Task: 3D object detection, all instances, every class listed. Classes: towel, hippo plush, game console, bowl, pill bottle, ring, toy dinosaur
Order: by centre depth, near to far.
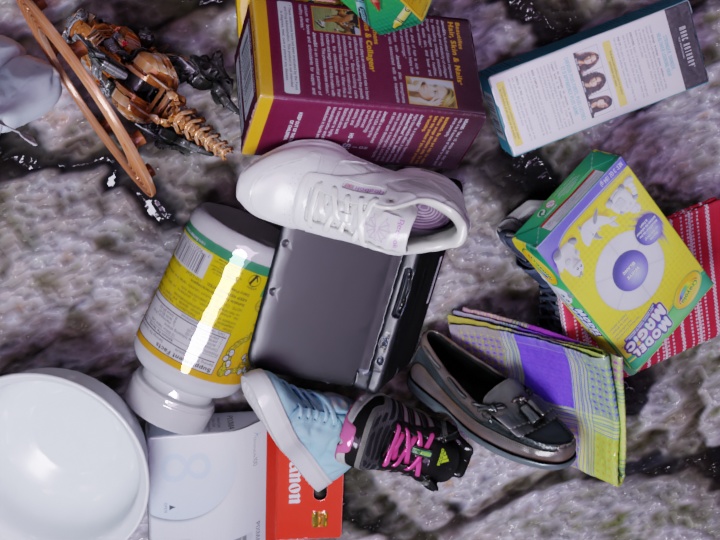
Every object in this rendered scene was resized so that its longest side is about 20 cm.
[{"bbox_3d":[-0.226,-0.149,0.980,0.019,0.200,0.201,-35,108,-10],"label":"ring"},{"bbox_3d":[-0.181,-0.152,1.011,0.102,0.136,0.200,-34,66,19],"label":"toy dinosaur"},{"bbox_3d":[-0.342,-0.103,1.012,0.159,0.200,0.161,-18,140,-40],"label":"hippo plush"},{"bbox_3d":[-0.143,0.048,1.091,0.113,0.113,0.200,24,101,-13],"label":"pill bottle"},{"bbox_3d":[0.000,0.000,1.092,0.116,0.176,0.200,20,105,14],"label":"game console"},{"bbox_3d":[-0.284,0.169,1.110,0.201,0.090,0.201,3,112,6],"label":"bowl"},{"bbox_3d":[0.167,0.120,1.124,0.023,0.200,0.144,-25,118,-38],"label":"towel"},{"bbox_3d":[0.277,0.023,1.128,0.200,0.022,0.145,-20,110,-19],"label":"towel"}]

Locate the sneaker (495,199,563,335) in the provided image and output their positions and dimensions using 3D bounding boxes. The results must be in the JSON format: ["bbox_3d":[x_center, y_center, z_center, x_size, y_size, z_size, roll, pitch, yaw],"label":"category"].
[{"bbox_3d":[0.176,0.026,1.137,0.146,0.077,0.203,27,92,-25],"label":"sneaker"}]

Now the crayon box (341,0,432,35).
[{"bbox_3d":[0.028,-0.314,0.971,0.119,0.058,0.200,35,66,-34],"label":"crayon box"}]

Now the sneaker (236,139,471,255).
[{"bbox_3d":[-0.002,-0.058,0.965,0.200,0.100,0.075,6,111,-10],"label":"sneaker"}]

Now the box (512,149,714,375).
[{"bbox_3d":[0.239,0.001,1.067,0.117,0.048,0.200,-47,119,-7],"label":"box"}]

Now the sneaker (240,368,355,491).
[{"bbox_3d":[-0.048,0.133,1.092,0.082,0.074,0.200,-36,147,-6],"label":"sneaker"}]

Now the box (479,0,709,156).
[{"bbox_3d":[0.219,-0.183,1.103,0.200,0.049,0.082,-21,108,-1],"label":"box"}]

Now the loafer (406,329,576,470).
[{"bbox_3d":[0.120,0.120,1.107,0.072,0.200,0.063,-18,123,-40],"label":"loafer"}]

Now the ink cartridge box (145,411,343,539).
[{"bbox_3d":[-0.113,0.220,1.170,0.200,0.047,0.160,-1,113,-9],"label":"ink cartridge box"}]

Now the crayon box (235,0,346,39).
[{"bbox_3d":[-0.050,-0.279,1.039,0.126,0.052,0.200,-4,107,-6],"label":"crayon box"}]

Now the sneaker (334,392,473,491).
[{"bbox_3d":[0.049,0.166,1.110,0.087,0.200,0.074,20,89,29],"label":"sneaker"}]

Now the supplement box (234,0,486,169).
[{"bbox_3d":[-0.002,-0.160,1.015,0.200,0.110,0.086,3,150,-17],"label":"supplement box"}]
